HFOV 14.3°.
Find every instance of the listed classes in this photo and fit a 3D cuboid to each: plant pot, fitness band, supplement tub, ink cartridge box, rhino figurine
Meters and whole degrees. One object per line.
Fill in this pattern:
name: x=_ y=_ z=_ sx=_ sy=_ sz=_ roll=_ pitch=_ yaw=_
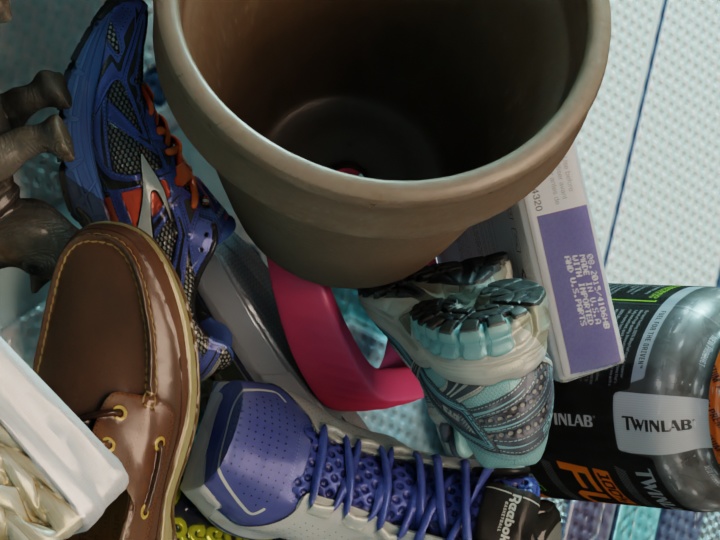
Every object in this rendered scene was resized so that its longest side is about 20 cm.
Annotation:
plant pot: x=0.004 y=-0.079 z=1.316 sx=0.200 sy=0.200 sz=0.175 roll=-61 pitch=171 yaw=-26
fitness band: x=0.000 y=0.000 z=1.474 sx=0.200 sy=0.037 sz=0.144 roll=1 pitch=77 yaw=-72
supplement tub: x=0.149 y=0.068 z=1.570 sx=0.122 sy=0.200 sz=0.123 roll=-2 pitch=93 yaw=-49
ink cartridge box: x=0.071 y=-0.049 z=1.472 sx=0.043 sy=0.200 sz=0.197 roll=-15 pitch=96 yaw=-10
rhino figurine: x=-0.174 y=-0.060 z=1.299 sx=0.060 sy=0.087 sz=0.200 roll=-90 pitch=160 yaw=-63

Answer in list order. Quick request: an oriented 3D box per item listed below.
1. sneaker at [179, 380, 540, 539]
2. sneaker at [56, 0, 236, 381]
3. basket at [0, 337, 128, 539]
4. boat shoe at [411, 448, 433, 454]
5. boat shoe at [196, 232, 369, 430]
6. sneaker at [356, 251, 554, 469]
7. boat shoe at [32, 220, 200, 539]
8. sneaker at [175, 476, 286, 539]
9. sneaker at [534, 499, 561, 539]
sneaker: x=0.021 y=0.108 z=1.379 sx=0.199 sy=0.115 sz=0.081 roll=33 pitch=60 yaw=-36
sneaker: x=-0.099 y=-0.035 z=1.366 sx=0.075 sy=0.078 sz=0.200 roll=-85 pitch=172 yaw=-74
basket: x=-0.219 y=0.067 z=1.169 sx=0.200 sy=0.136 sz=0.123 roll=47 pitch=58 yaw=-10
boat shoe: x=0.002 y=0.180 z=1.511 sx=0.074 sy=0.069 sz=0.200 roll=43 pitch=61 yaw=-40
boat shoe: x=-0.049 y=0.064 z=1.452 sx=0.200 sy=0.062 sz=0.072 roll=59 pitch=14 yaw=-24
sneaker: x=0.047 y=0.045 z=1.365 sx=0.078 sy=0.200 sz=0.086 roll=-11 pitch=100 yaw=-3
boat shoe: x=-0.116 y=0.079 z=1.280 sx=0.068 sy=0.072 sz=0.200 roll=-6 pitch=99 yaw=-72
sneaker: x=-0.077 y=0.141 z=1.414 sx=0.200 sy=0.082 sz=0.074 roll=18 pitch=59 yaw=-45
sneaker: x=0.111 y=0.226 z=1.616 sx=0.074 sy=0.079 sz=0.200 roll=-29 pitch=117 yaw=-69
